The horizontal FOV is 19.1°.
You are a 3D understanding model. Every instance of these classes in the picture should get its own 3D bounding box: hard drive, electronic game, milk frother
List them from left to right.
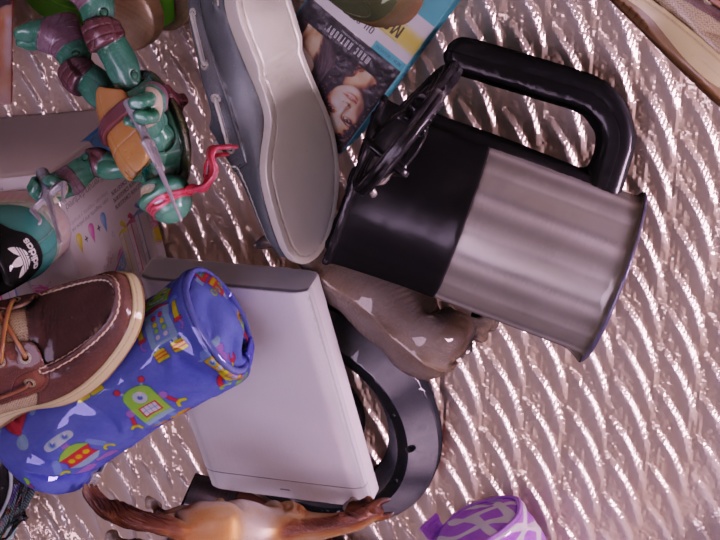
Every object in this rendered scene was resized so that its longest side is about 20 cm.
[{"bbox_3d":[-0.069,0.081,1.511,0.131,0.027,0.201,5,130,25],"label":"hard drive"},{"bbox_3d":[-0.033,0.103,1.568,0.199,0.042,0.201,13,127,18],"label":"electronic game"},{"bbox_3d":[0.084,-0.040,1.341,0.187,0.200,0.182,19,112,-1],"label":"milk frother"}]

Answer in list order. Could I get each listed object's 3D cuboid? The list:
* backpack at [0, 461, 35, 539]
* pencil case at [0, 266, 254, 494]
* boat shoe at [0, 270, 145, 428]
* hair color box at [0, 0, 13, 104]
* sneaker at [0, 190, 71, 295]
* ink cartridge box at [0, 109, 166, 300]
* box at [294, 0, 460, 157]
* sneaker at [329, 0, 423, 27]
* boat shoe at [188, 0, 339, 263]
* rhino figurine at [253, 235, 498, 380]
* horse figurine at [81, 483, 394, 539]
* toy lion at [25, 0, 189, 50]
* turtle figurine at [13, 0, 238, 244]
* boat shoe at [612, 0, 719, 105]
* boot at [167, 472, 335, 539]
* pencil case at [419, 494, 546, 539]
[{"bbox_3d":[-0.336,0.154,1.658,0.177,0.151,0.201,33,116,8],"label":"backpack"},{"bbox_3d":[-0.158,0.081,1.446,0.199,0.078,0.087,-34,115,25],"label":"pencil case"},{"bbox_3d":[-0.230,0.053,1.409,0.199,0.072,0.073,-25,60,29],"label":"boat shoe"},{"bbox_3d":[-0.288,-0.213,1.431,0.110,0.064,0.201,-2,122,-12],"label":"hair color box"},{"bbox_3d":[-0.297,-0.007,1.450,0.199,0.080,0.072,-11,110,27],"label":"sneaker"},{"bbox_3d":[-0.221,0.001,1.548,0.124,0.129,0.201,-4,114,24],"label":"ink cartridge box"},{"bbox_3d":[0.013,-0.175,1.408,0.082,0.049,0.200,39,123,2],"label":"box"},{"bbox_3d":[-0.051,-0.224,1.346,0.200,0.090,0.067,50,124,24],"label":"sneaker"},{"bbox_3d":[-0.067,-0.102,1.413,0.061,0.073,0.201,0,110,40],"label":"boat shoe"},{"bbox_3d":[0.000,0.000,1.476,0.200,0.087,0.060,39,122,1],"label":"rhino figurine"},{"bbox_3d":[-0.094,0.177,1.496,0.132,0.199,0.050,0,85,54],"label":"horse figurine"},{"bbox_3d":[-0.209,-0.263,1.458,0.191,0.069,0.201,12,119,25],"label":"toy lion"},{"bbox_3d":[-0.161,-0.095,1.398,0.150,0.100,0.201,-41,66,37],"label":"turtle figurine"},{"bbox_3d":[0.183,-0.190,1.318,0.072,0.072,0.200,-45,86,8],"label":"boat shoe"},{"bbox_3d":[-0.065,0.258,1.663,0.199,0.069,0.189,24,121,-3],"label":"boot"},{"bbox_3d":[0.123,0.262,1.561,0.085,0.084,0.201,-9,111,51],"label":"pencil case"}]
